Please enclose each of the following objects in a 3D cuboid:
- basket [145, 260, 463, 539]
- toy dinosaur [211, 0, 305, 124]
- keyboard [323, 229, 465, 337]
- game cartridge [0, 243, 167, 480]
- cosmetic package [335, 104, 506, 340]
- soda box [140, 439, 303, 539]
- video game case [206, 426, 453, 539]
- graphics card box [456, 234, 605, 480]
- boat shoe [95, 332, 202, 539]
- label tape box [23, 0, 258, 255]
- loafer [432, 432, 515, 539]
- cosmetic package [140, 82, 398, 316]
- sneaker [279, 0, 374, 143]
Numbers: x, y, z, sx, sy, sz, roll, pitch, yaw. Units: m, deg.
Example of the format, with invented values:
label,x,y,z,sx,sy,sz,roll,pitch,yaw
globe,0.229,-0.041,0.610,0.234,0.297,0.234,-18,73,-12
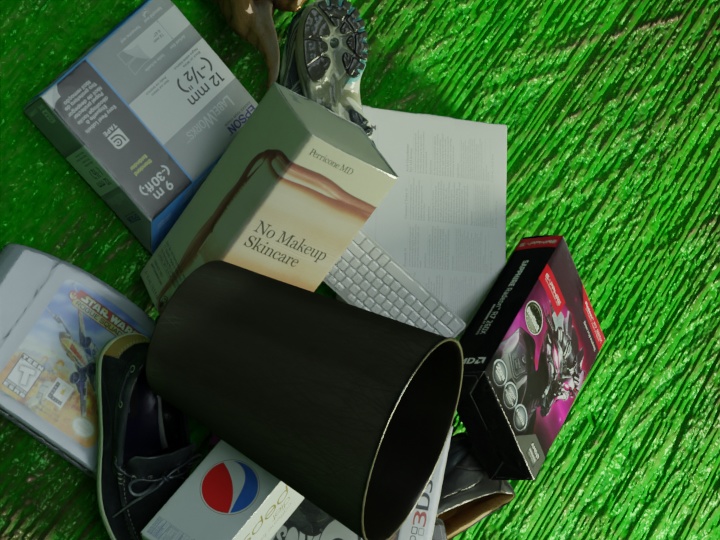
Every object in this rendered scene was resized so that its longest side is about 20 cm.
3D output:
label,x,y,z,sx,sy,sz,roll,pitch,yaw
basket,-0.045,0.084,1.103,0.200,0.181,0.136,25,44,21
toy dinosaur,-0.087,-0.213,1.261,0.106,0.200,0.060,-44,146,14
keyboard,0.000,0.000,1.284,0.200,0.011,0.056,42,108,-10
game cartridge,-0.230,0.074,1.214,0.200,0.042,0.133,38,73,-17
cosmetic package,0.056,-0.039,1.361,0.150,0.052,0.201,6,82,-27
soda box,-0.080,0.160,1.182,0.064,0.068,0.200,31,64,22
video game case,-0.036,0.198,1.248,0.199,0.036,0.182,12,75,2
graphics card box,0.148,0.075,1.340,0.200,0.051,0.126,-52,127,-43
boat shoe,-0.165,0.149,1.183,0.074,0.062,0.201,-12,102,-38
label tape box,-0.157,-0.109,1.257,0.200,0.066,0.143,49,66,-12
loafer,0.050,0.223,1.301,0.072,0.073,0.200,38,64,26
cosmetic package,-0.075,-0.035,1.209,0.103,0.087,0.200,22,112,-38
sneaker,-0.034,-0.134,1.313,0.077,0.086,0.201,2,97,-23
